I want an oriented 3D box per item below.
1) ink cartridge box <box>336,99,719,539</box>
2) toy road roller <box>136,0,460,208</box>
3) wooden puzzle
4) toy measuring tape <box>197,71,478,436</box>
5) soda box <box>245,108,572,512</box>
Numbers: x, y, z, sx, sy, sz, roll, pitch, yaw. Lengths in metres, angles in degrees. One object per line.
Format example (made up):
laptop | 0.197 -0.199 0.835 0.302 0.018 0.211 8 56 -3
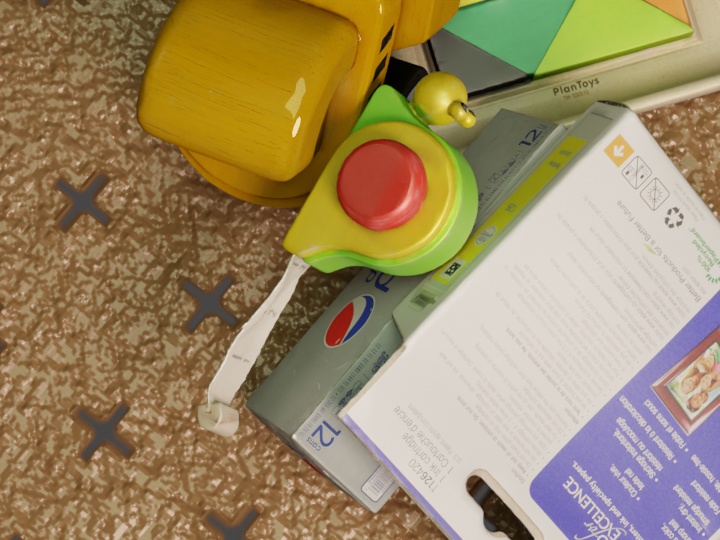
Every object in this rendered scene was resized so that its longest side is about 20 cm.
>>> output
ink cartridge box | 0.110 0.058 1.182 0.200 0.047 0.198 -44 113 -7
toy road roller | -0.030 -0.125 1.167 0.123 0.146 0.200 20 116 13
wooden puzzle | 0.086 -0.166 1.265 0.185 0.037 0.200 -16 80 -4
toy measuring tape | 0.000 0.000 1.145 0.074 0.074 0.200 30 90 4
soda box | 0.039 0.017 1.205 0.063 0.068 0.200 44 82 -24
